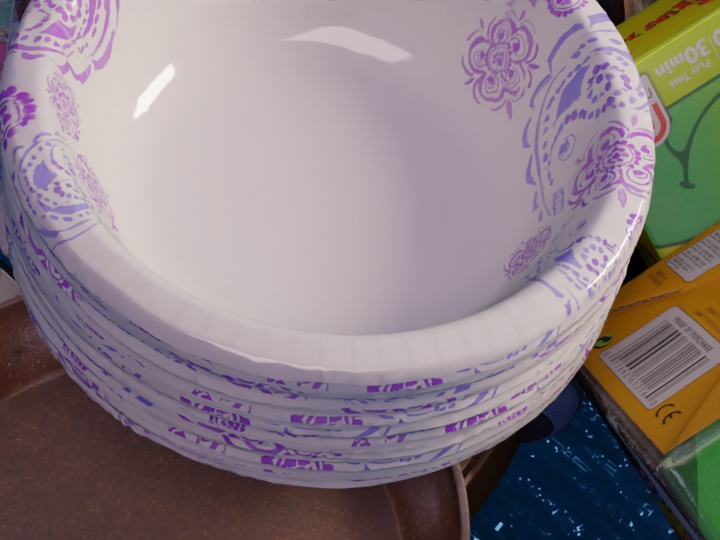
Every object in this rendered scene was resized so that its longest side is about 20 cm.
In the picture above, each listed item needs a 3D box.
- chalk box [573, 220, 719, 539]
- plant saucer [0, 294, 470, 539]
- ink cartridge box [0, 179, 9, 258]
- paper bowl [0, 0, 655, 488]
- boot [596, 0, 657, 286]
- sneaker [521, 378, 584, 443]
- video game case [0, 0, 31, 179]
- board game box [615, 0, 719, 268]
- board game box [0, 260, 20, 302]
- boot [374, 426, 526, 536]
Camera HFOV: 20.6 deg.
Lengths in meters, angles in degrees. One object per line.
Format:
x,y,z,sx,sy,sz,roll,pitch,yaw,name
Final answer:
0.177,0.082,0.664,0.124,0.125,0.200,-34,111,1,chalk box
-0.066,0.084,0.630,0.199,0.035,0.201,3,47,-4,plant saucer
-0.112,-0.105,0.784,0.119,0.042,0.201,-37,54,14,ink cartridge box
-0.014,-0.023,0.632,0.199,0.105,0.202,5,54,-7,paper bowl
0.135,-0.061,0.821,0.096,0.075,0.201,-1,79,-24,boot
-0.010,0.059,0.780,0.199,0.074,0.083,2,59,-4,sneaker
-0.134,-0.136,0.747,0.018,0.143,0.201,12,88,-40,video game case
0.159,-0.011,0.722,0.101,0.048,0.201,-32,109,0,board game box
-0.193,0.045,0.819,0.200,0.028,0.135,42,85,5,board game box
0.000,0.000,0.730,0.155,0.077,0.201,22,64,7,boot
